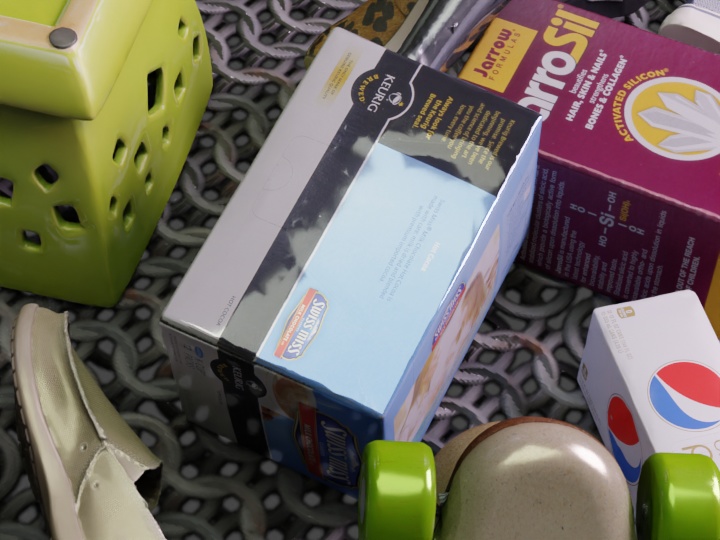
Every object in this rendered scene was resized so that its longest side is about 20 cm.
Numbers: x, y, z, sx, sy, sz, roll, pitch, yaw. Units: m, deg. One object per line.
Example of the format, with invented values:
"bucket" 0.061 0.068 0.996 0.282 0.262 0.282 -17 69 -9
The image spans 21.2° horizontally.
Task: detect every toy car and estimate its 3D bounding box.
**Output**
"toy car" 0.073 0.140 0.954 0.163 0.200 0.159 3 95 -5

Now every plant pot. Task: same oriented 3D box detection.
"plant pot" -0.205 -0.124 1.119 0.197 0.182 0.201 13 52 6

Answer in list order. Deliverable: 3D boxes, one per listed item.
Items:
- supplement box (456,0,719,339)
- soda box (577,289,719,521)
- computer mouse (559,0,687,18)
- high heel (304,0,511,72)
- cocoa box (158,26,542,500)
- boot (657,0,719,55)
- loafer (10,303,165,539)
"supplement box" 0.153 -0.067 1.147 0.199 0.104 0.131 20 53 13
"soda box" 0.181 0.110 1.027 0.063 0.068 0.201 -11 53 -12
"computer mouse" 0.136 -0.217 1.276 0.199 0.046 0.141 -14 51 -34
"high heel" 0.040 -0.160 1.159 0.071 0.200 0.143 39 79 -16
"cocoa box" 0.000 0.000 1.041 0.130 0.134 0.201 23 65 13
"boot" 0.294 -0.133 1.228 0.199 0.073 0.090 35 62 23
"loafer" -0.139 0.105 1.011 0.068 0.076 0.201 -11 62 -15
